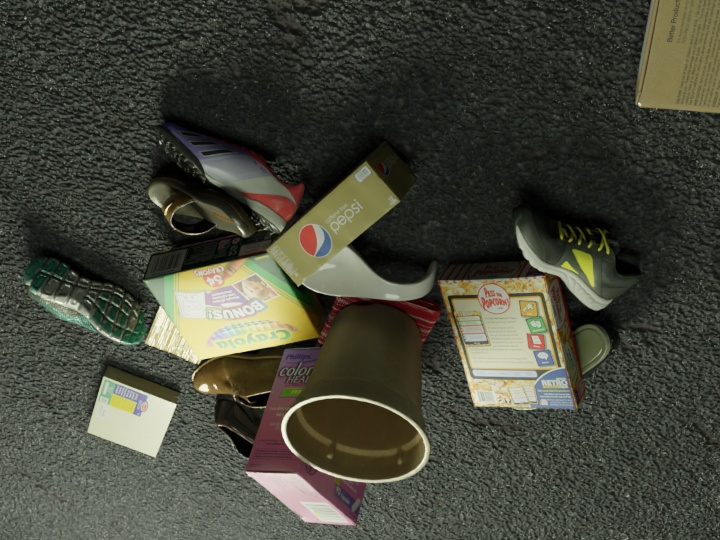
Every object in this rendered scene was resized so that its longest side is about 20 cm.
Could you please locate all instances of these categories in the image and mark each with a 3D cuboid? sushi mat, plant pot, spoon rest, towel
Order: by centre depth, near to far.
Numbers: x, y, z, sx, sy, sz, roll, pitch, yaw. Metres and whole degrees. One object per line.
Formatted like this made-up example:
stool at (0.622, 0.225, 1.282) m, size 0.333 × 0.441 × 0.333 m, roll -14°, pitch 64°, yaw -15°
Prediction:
spoon rest at (0.000, 0.000, 1.343) m, size 0.197 × 0.061 × 0.100 m, roll 10°, pitch 129°, yaw 4°
plant pot at (0.008, 0.156, 1.385) m, size 0.198 × 0.185 × 0.202 m, roll 7°, pitch 138°, yaw 7°
towel at (0.020, 0.087, 1.465) m, size 0.143 × 0.023 × 0.201 m, roll 20°, pitch 139°, yaw -5°
sushi mat at (-0.261, 0.074, 1.543) m, size 0.095 × 0.012 × 0.201 m, roll 24°, pitch 138°, yaw -8°

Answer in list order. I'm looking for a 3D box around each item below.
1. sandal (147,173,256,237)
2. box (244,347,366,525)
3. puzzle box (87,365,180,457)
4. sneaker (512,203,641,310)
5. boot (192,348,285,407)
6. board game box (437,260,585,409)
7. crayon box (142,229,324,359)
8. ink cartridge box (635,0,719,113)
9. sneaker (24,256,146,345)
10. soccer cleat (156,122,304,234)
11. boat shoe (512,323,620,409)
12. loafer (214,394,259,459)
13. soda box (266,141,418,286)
sandal at (-0.210, -0.071, 1.287) m, size 0.199 × 0.055 × 0.082 m, roll 22°, pitch 160°, yaw 38°
box at (-0.060, 0.246, 1.508) m, size 0.096 × 0.202 × 0.176 m, roll -5°, pitch 142°, yaw 31°
puzzle box at (-0.394, 0.247, 1.767) m, size 0.132 × 0.026 × 0.201 m, roll 23°, pitch 138°, yaw -7°
sneaker at (0.263, -0.031, 1.233) m, size 0.199 × 0.075 × 0.084 m, roll 33°, pitch 131°, yaw -32°
boot at (-0.188, 0.175, 1.587) m, size 0.198 × 0.076 × 0.074 m, roll -11°, pitch 134°, yaw 29°
board game box at (0.199, 0.086, 1.332) m, size 0.150 × 0.046 × 0.202 m, roll -2°, pitch 119°, yaw 31°
crayon box at (-0.174, 0.036, 1.427) m, size 0.197 × 0.059 × 0.174 m, roll -11°, pitch 131°, yaw 19°
ink cartridge box at (0.355, -0.246, 0.955) m, size 0.162 × 0.076 × 0.201 m, roll 8°, pitch 139°, yaw 11°
sneaker at (-0.416, 0.051, 1.537) m, size 0.199 × 0.078 × 0.091 m, roll 34°, pitch 151°, yaw -15°
soccer cleat at (-0.162, -0.129, 1.263) m, size 0.199 × 0.074 × 0.068 m, roll 37°, pitch 168°, yaw 0°
boat shoe at (0.277, 0.130, 1.403) m, size 0.066 × 0.075 × 0.199 m, roll -8°, pitch 151°, yaw -45°
loafer at (-0.196, 0.287, 1.720) m, size 0.071 × 0.063 × 0.201 m, roll -6°, pitch 134°, yaw 24°
soda box at (-0.025, -0.067, 1.246) m, size 0.064 × 0.068 × 0.199 m, roll 48°, pitch 126°, yaw -7°
